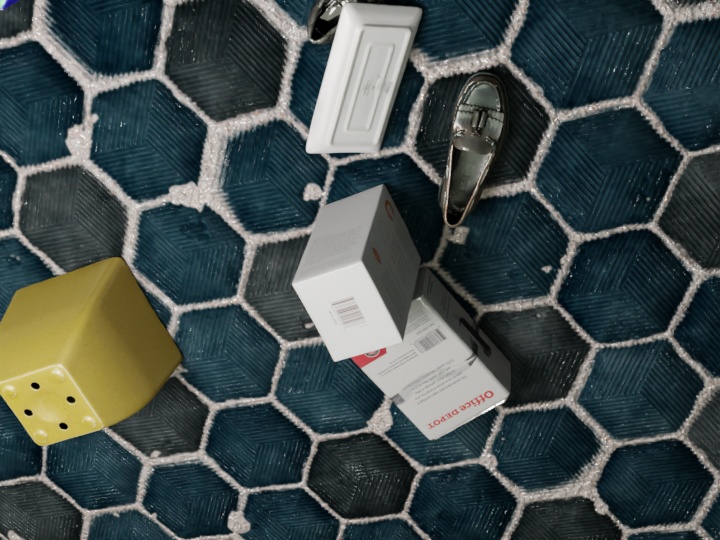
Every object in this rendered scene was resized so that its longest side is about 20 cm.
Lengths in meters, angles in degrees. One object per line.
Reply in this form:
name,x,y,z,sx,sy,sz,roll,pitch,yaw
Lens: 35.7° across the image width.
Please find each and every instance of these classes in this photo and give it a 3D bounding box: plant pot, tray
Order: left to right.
plant pot,-0.402,0.134,1.580,0.194,0.200,0.196,-17,118,20
tray,0.006,-0.224,1.351,0.107,0.022,0.200,-5,129,-30

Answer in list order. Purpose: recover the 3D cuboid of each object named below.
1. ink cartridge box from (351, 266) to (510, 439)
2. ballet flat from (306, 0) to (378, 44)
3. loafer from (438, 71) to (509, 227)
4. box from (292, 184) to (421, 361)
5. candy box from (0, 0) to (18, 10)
ink cartridge box,0.094,0.118,1.545,0.144,0.084,0.200,-33,110,25
ballet flat,0.007,-0.337,1.295,0.066,0.057,0.200,34,121,-12
loafer,0.140,-0.144,1.386,0.072,0.063,0.200,12,123,3
box,0.000,0.000,1.420,0.097,0.200,0.125,-18,116,20
candy box,-0.350,-0.408,1.251,0.077,0.169,0.200,36,121,-8
